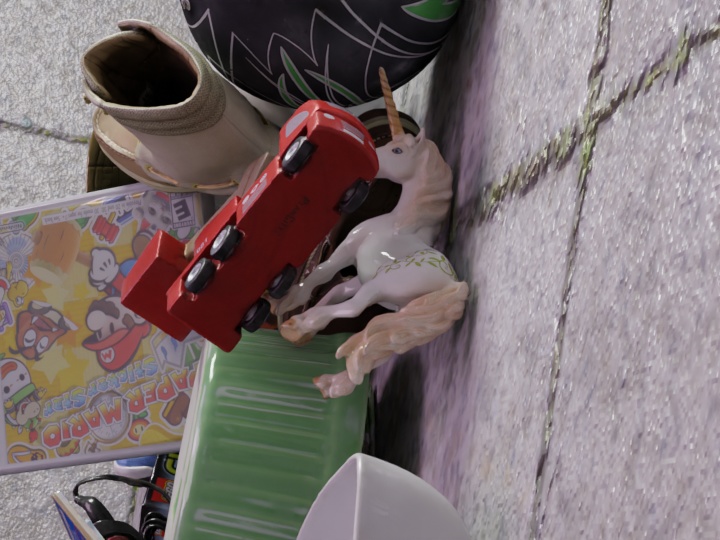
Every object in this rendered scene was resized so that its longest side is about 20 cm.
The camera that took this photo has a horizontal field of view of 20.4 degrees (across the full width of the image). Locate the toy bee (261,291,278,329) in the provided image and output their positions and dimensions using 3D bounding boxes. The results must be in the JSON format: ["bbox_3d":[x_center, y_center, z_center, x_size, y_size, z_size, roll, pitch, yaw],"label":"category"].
[{"bbox_3d":[-0.042,-0.008,1.405,0.109,0.131,0.201,-40,22,37],"label":"toy bee"}]

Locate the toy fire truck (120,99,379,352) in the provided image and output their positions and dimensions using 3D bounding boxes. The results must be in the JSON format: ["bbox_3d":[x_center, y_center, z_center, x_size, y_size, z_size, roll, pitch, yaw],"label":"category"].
[{"bbox_3d":[-0.066,-0.025,1.161,0.200,0.049,0.141,-50,19,18],"label":"toy fire truck"}]

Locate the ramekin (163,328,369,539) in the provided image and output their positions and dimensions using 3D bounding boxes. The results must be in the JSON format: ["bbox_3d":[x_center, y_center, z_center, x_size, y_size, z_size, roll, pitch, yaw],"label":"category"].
[{"bbox_3d":[-0.062,0.129,1.217,0.200,0.097,0.202,-169,90,-84],"label":"ramekin"}]

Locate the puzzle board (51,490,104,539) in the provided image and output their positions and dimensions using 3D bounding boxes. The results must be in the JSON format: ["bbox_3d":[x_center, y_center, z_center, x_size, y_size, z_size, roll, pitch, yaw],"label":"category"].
[{"bbox_3d":[-0.123,0.235,1.228,0.151,0.017,0.201,44,158,35],"label":"puzzle board"}]

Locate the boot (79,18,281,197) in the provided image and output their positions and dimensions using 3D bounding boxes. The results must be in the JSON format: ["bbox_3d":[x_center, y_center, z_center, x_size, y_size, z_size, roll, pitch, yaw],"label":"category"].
[{"bbox_3d":[-0.129,-0.103,1.260,0.199,0.154,0.072,21,80,39],"label":"boot"}]

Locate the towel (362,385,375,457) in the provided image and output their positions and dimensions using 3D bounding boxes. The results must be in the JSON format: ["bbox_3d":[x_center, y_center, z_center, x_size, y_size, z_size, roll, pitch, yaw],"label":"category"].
[{"bbox_3d":[-0.020,0.187,1.283,0.201,0.030,0.150,-91,16,-53],"label":"towel"}]

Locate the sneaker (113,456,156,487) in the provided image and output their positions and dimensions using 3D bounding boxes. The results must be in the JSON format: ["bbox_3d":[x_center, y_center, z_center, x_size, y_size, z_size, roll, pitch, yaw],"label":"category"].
[{"bbox_3d":[-0.120,0.084,1.545,0.200,0.077,0.076,-45,36,-16],"label":"sneaker"}]

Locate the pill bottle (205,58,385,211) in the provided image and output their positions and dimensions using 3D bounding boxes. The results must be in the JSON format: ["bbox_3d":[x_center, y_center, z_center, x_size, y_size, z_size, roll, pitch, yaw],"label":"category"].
[{"bbox_3d":[-0.074,-0.106,1.429,0.200,0.114,0.115,-34,44,54],"label":"pill bottle"}]

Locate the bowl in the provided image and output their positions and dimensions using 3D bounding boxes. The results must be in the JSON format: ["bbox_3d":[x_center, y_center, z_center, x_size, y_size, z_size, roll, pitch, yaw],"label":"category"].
[{"bbox_3d":[0.005,0.207,0.969,0.200,0.074,0.201,121,158,-63],"label":"bowl"}]

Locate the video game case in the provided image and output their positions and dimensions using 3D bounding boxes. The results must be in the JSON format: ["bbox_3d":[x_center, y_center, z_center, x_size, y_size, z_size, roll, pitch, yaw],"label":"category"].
[{"bbox_3d":[-0.182,0.039,1.364,0.023,0.198,0.184,11,-108,-65],"label":"video game case"}]

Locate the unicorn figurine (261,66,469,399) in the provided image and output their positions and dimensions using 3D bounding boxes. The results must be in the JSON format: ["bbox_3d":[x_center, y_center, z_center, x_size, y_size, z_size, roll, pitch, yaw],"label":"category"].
[{"bbox_3d":[0.010,-0.006,1.144,0.074,0.137,0.200,55,180,-42],"label":"unicorn figurine"}]

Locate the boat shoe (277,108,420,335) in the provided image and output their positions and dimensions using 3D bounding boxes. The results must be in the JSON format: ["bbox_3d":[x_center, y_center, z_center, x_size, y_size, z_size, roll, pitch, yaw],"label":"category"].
[{"bbox_3d":[-0.006,-0.001,1.286,0.075,0.074,0.204,-110,29,-54],"label":"boat shoe"}]

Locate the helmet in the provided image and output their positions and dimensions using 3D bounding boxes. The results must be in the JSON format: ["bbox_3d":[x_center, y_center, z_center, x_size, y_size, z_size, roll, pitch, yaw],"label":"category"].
[{"bbox_3d":[-0.026,-0.194,1.251,0.200,0.198,0.192,124,147,-68],"label":"helmet"}]

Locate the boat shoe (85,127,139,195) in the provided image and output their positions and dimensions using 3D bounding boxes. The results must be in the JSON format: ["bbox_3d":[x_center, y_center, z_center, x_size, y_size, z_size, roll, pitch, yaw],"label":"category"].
[{"bbox_3d":[-0.159,-0.013,1.423,0.066,0.071,0.203,150,109,-70],"label":"boat shoe"}]

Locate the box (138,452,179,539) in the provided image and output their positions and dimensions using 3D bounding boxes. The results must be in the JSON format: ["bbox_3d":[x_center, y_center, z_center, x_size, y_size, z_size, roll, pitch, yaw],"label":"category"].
[{"bbox_3d":[-0.084,0.119,1.416,0.201,0.109,0.035,-78,-1,-52],"label":"box"}]

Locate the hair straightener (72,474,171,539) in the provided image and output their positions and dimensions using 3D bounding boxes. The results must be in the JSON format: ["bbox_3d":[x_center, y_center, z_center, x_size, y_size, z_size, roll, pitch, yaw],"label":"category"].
[{"bbox_3d":[-0.113,0.208,1.290,0.077,0.200,0.041,-25,-22,-54],"label":"hair straightener"}]
